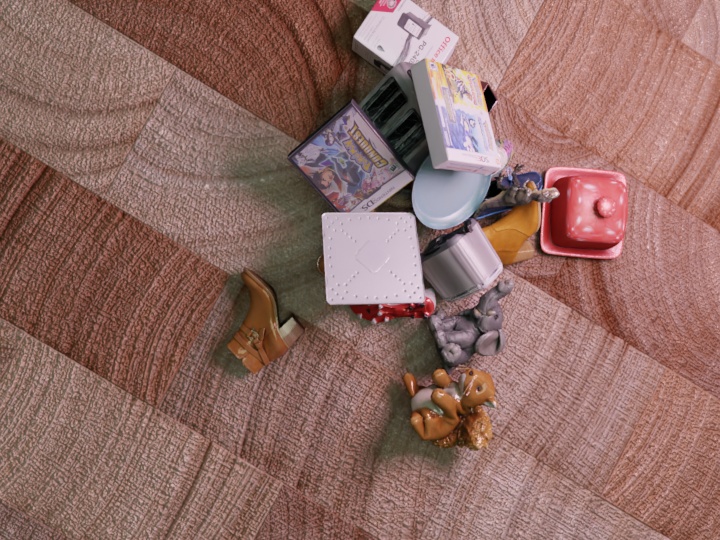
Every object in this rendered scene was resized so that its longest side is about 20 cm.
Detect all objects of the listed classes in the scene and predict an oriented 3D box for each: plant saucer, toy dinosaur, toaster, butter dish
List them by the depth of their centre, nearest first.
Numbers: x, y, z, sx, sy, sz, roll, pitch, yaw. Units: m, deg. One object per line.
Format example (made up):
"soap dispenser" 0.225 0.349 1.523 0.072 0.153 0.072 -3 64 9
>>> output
"toaster" 0.096 -0.307 1.345 0.199 0.118 0.183 -40 72 30
"plant saucer" 0.187 -0.184 1.346 0.196 0.027 0.204 -16 127 -22
"toy dinosaur" 0.316 -0.168 1.347 0.047 0.197 0.090 16 70 -45
"toaster" 0.216 -0.020 1.375 0.113 0.199 0.130 -41 96 -34
"butter dish" 0.514 -0.132 1.413 0.195 0.148 0.205 5 89 -3

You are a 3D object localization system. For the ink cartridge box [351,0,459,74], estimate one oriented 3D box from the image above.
"ink cartridge box" 0.100 -0.505 1.427 0.198 0.083 0.147 35 87 -2

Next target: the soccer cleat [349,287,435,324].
"soccer cleat" 0.073 0.070 1.428 0.195 0.086 0.070 -3 120 18

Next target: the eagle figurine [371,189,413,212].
"eagle figurine" 0.027 -0.157 1.398 0.150 0.152 0.201 -39 86 -23

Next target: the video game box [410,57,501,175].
"video game box" 0.187 -0.291 1.236 0.046 0.180 0.205 -19 79 41

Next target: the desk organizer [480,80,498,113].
"desk organizer" 0.215 -0.323 1.421 0.076 0.071 0.202 30 87 39

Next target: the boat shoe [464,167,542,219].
"boat shoe" 0.317 -0.174 1.427 0.197 0.069 0.085 -27 47 -5

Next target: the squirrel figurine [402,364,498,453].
"squirrel figurine" 0.212 0.293 1.377 0.184 0.142 0.202 -27 116 13

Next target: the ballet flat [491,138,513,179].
"ballet flat" 0.270 -0.228 1.438 0.198 0.071 0.070 -35 90 -4

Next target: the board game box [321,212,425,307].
"board game box" 0.023 -0.023 1.292 0.195 0.026 0.204 -1 63 -9

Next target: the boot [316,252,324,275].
"boot" 0.000 0.000 1.374 0.195 0.155 0.076 7 97 -3

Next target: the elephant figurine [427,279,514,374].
"elephant figurine" 0.254 0.125 1.391 0.196 0.155 0.144 -23 84 0

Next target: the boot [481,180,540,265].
"boot" 0.313 -0.094 1.401 0.140 0.071 0.205 -6 126 -2

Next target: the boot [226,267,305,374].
"boot" -0.236 0.111 1.410 0.155 0.077 0.201 -39 98 1

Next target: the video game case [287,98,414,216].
"video game case" -0.019 -0.209 1.289 0.179 0.026 0.200 -33 114 26
